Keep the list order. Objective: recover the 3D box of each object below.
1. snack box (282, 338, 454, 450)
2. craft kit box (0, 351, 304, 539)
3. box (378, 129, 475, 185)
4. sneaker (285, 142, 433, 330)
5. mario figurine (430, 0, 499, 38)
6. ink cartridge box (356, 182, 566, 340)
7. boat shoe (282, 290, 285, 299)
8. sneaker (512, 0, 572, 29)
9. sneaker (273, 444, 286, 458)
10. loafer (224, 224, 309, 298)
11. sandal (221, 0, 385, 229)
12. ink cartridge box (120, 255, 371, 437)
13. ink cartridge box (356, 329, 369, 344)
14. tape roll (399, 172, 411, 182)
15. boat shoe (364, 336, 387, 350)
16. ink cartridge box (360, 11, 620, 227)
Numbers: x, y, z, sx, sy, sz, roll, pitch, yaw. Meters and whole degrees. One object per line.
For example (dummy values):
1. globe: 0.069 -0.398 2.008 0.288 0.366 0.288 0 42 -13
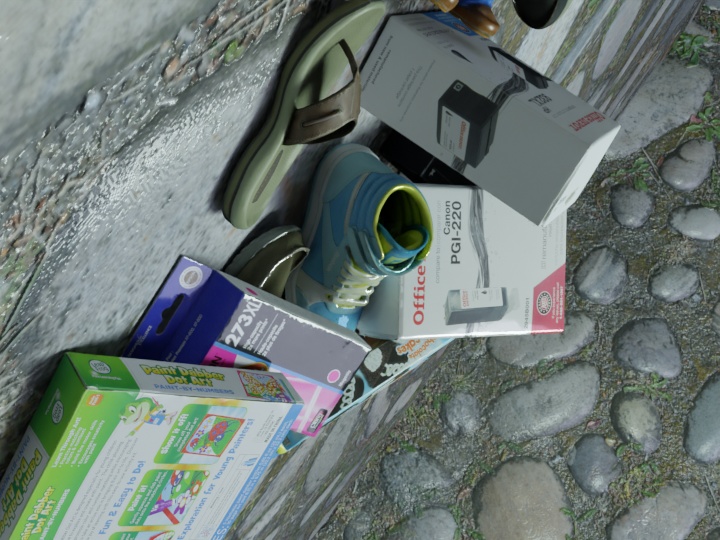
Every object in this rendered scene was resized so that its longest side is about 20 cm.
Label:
1. snack box: 0.010 0.108 1.091 0.200 0.037 0.116 -30 172 -31
2. craft kit box: -0.168 0.158 0.800 0.197 0.049 0.201 10 118 -47
3. box: 0.133 -0.124 1.133 0.200 0.079 0.142 36 87 -46
4. sneaker: 0.000 0.000 0.930 0.079 0.130 0.201 -4 112 -33
5. mario figurine: 0.133 -0.284 0.842 0.200 0.106 0.123 -57 166 17
6. ink cartridge box: 0.099 -0.009 1.030 0.085 0.199 0.147 5 -85 62
7. boat shoe: -0.054 0.042 1.022 0.200 0.069 0.057 -47 147 -16
8. sneaker: 0.152 -0.287 1.015 0.106 0.075 0.200 -46 157 -19
9. sneaker: -0.145 0.208 1.217 0.105 0.076 0.200 -47 166 24
10. loafer: -0.102 0.051 0.916 0.200 0.070 0.075 -54 168 -4
11. sandal: -0.033 -0.110 0.776 0.202 0.057 0.080 -59 168 20
12. ink cartridge box: -0.086 0.066 0.854 0.200 0.037 0.095 27 99 -41
13. ink cartridge box: -0.082 0.117 1.084 0.161 0.050 0.200 -36 173 12
14. tape roll: 0.116 -0.127 1.290 0.203 0.071 0.203 -51 167 -16
15. boat shoe: 0.033 0.030 1.157 0.073 0.063 0.200 -47 173 -27
16. ink cartridge box: 0.112 -0.138 0.923 0.084 0.200 0.145 -60 167 24
